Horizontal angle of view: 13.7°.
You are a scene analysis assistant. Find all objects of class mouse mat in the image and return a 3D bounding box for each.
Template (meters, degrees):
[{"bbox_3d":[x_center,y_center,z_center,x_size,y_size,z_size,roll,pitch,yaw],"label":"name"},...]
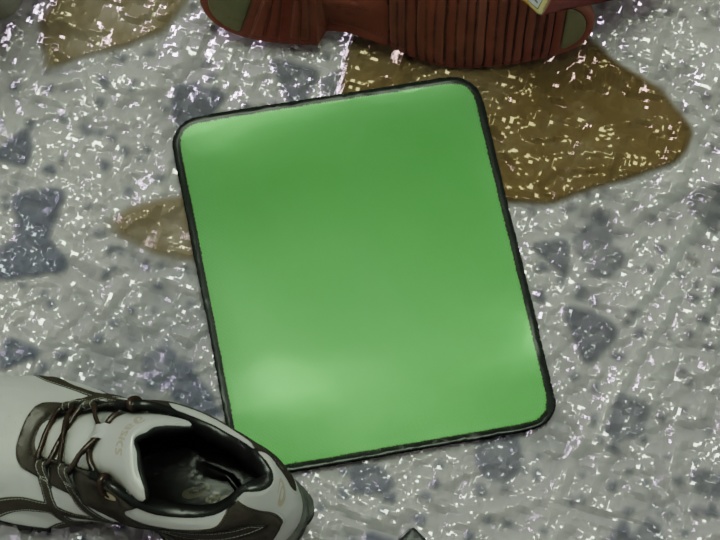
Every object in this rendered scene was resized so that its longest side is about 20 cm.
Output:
[{"bbox_3d":[0.000,0.000,1.479,0.160,0.008,0.201,-9,65,-6],"label":"mouse mat"}]

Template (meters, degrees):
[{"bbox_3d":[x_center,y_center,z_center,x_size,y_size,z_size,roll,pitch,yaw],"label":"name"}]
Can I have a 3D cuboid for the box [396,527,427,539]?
[{"bbox_3d":[0.044,0.233,1.348,0.143,0.036,0.200,-41,70,-19],"label":"box"}]

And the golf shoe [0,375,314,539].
[{"bbox_3d":[-0.119,0.081,1.385,0.199,0.095,0.078,12,66,8],"label":"golf shoe"}]

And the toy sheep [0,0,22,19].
[{"bbox_3d":[-0.213,-0.185,1.496,0.138,0.138,0.200,25,81,10],"label":"toy sheep"}]

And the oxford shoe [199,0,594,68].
[{"bbox_3d":[0.021,-0.154,1.523,0.199,0.071,0.074,9,55,-1],"label":"oxford shoe"}]

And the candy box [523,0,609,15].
[{"bbox_3d":[0.067,-0.214,1.523,0.200,0.055,0.115,43,34,24],"label":"candy box"}]
